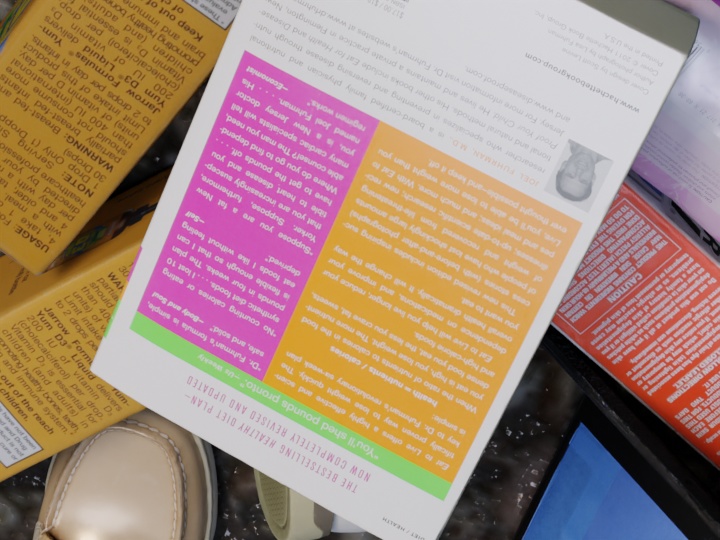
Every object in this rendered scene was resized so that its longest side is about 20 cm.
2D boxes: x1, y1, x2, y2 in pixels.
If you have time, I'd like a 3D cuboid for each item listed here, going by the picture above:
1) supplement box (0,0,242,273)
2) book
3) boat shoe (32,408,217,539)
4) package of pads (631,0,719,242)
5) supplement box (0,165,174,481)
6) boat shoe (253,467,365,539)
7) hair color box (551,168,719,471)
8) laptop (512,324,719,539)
[{"bbox_3d":[-0.080,-0.093,1.049,0.069,0.067,0.200,33,121,-11],"label":"supplement box"},{"bbox_3d":[0.006,-0.021,0.954,0.133,0.048,0.200,27,120,1],"label":"book"},{"bbox_3d":[-0.106,0.138,1.206,0.074,0.069,0.200,15,124,2],"label":"boat shoe"},{"bbox_3d":[0.144,-0.059,1.003,0.200,0.121,0.076,37,121,-13],"label":"package of pads"},{"bbox_3d":[-0.104,0.020,1.135,0.200,0.067,0.069,-29,113,26],"label":"supplement box"},{"bbox_3d":[0.000,0.000,1.044,0.068,0.075,0.200,-7,120,-17],"label":"boat shoe"},{"bbox_3d":[0.127,0.005,1.052,0.200,0.111,0.064,41,117,-16],"label":"hair color box"},{"bbox_3d":[0.091,0.116,1.077,0.103,0.177,0.200,-44,145,2],"label":"laptop"}]
